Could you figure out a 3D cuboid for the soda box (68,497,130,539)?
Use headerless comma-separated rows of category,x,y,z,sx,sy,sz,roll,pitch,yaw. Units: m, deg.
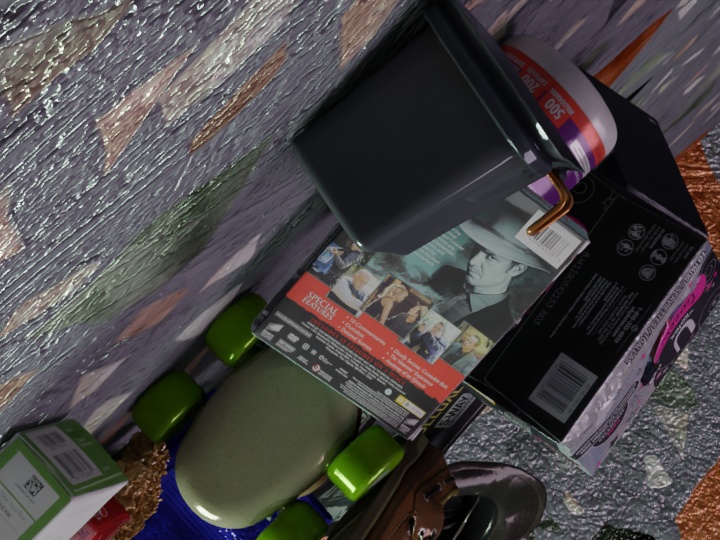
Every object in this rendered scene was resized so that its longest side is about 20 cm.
soda box,-0.254,0.217,1.425,0.200,0.070,0.063,-46,171,15

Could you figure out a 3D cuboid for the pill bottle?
pill bottle,0.082,-0.069,1.491,0.200,0.112,0.112,-44,172,-7

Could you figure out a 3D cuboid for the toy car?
toy car,-0.052,0.119,1.581,0.158,0.164,0.200,-45,171,11

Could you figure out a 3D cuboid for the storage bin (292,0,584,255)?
storage bin,0.051,-0.071,1.285,0.134,0.146,0.200,-35,174,9

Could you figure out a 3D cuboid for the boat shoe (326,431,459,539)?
boat shoe,0.032,0.184,1.555,0.072,0.068,0.200,-43,-177,29

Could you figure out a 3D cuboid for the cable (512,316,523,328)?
cable,0.105,-0.057,1.582,0.050,0.097,0.200,46,60,-71

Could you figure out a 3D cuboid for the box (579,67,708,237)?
box,0.195,-0.049,1.870,0.182,0.104,0.200,-47,-151,22

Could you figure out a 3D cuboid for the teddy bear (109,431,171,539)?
teddy bear,-0.202,0.178,1.566,0.145,0.067,0.200,-36,180,11

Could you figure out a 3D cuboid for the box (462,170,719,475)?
box,0.185,0.043,1.667,0.200,0.132,0.115,-54,153,-4

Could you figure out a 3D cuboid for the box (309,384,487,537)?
box,0.015,0.143,1.754,0.200,0.050,0.158,-51,152,22

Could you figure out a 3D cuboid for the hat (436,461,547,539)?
hat,0.055,0.211,1.767,0.200,0.081,0.201,-19,136,-20

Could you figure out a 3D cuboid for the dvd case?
dvd case,0.041,0.008,1.435,0.200,0.146,0.022,-49,-162,19

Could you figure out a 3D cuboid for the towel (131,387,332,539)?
towel,-0.141,0.213,1.678,0.200,0.148,0.050,-42,176,3

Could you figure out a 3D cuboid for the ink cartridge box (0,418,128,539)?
ink cartridge box,-0.250,0.187,1.327,0.200,0.059,0.104,-45,172,9
